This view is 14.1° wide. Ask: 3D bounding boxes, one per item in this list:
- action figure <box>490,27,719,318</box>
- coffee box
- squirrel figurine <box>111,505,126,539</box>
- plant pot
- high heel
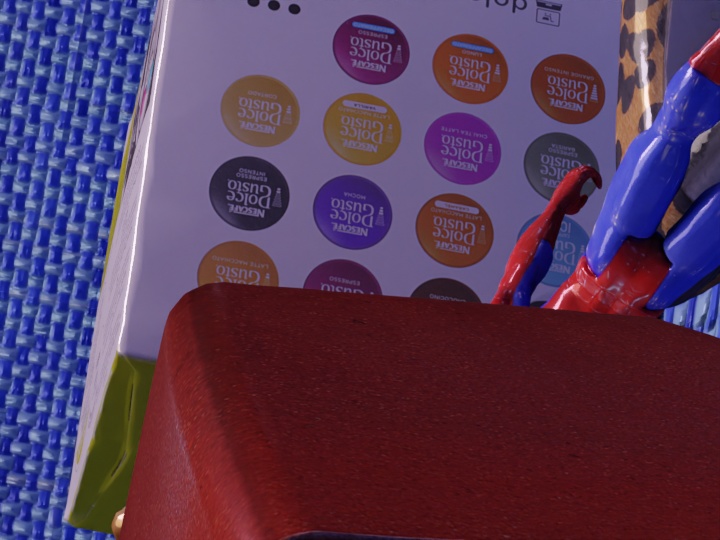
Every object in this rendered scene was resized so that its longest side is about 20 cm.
[{"bbox_3d":[0.093,-0.017,0.873,0.200,0.065,0.099,-56,-1,26],"label":"action figure"},{"bbox_3d":[0.000,0.000,1.160,0.200,0.199,0.198,116,162,-64],"label":"coffee box"},{"bbox_3d":[0.001,0.130,0.865,0.200,0.186,0.142,-39,-39,-71],"label":"squirrel figurine"},{"bbox_3d":[0.027,0.105,0.648,0.176,0.199,0.200,-124,43,-59],"label":"plant pot"},{"bbox_3d":[0.102,-0.088,0.978,0.200,0.071,0.143,-104,31,-53],"label":"high heel"}]
